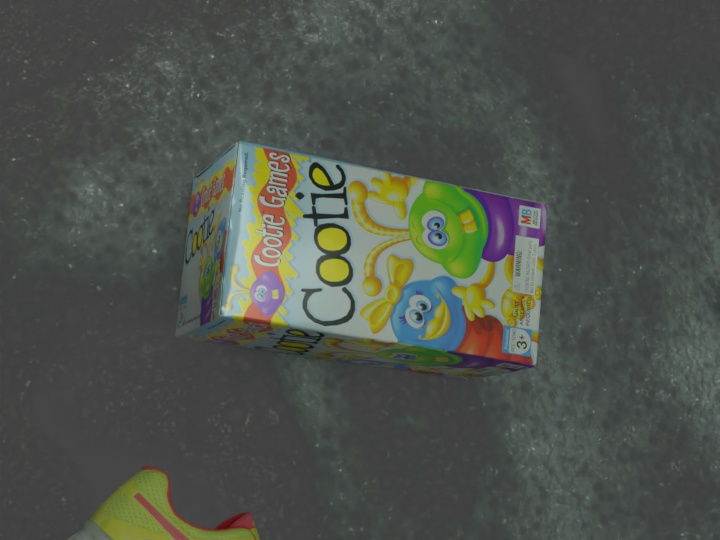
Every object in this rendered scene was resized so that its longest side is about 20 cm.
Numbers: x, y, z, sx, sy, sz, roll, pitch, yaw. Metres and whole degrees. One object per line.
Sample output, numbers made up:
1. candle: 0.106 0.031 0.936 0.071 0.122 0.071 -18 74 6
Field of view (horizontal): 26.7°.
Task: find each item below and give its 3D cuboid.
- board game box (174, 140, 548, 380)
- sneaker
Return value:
1. board game box: 0.000 0.000 0.923 0.198 0.105 0.104 10 78 -20
2. sneaker: -0.072 0.188 0.878 0.200 0.078 0.091 40 62 -13
